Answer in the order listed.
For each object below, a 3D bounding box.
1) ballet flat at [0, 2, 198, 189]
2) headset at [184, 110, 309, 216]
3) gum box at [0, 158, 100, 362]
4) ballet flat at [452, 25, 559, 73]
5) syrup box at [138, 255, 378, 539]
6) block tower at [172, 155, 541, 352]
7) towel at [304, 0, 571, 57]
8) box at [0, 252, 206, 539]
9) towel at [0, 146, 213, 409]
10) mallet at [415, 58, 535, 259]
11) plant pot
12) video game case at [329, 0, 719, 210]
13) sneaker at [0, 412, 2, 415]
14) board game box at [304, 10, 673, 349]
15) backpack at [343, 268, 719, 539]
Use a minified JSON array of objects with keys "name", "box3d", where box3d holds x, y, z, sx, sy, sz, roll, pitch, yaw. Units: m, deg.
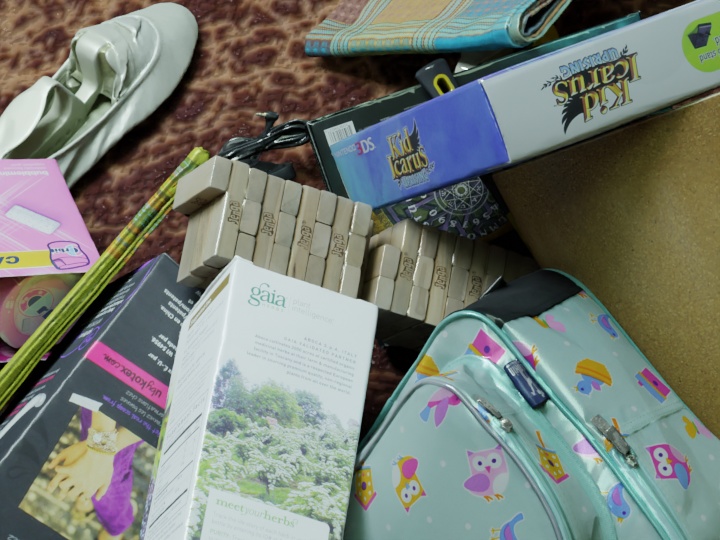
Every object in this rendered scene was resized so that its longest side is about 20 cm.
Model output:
[{"name":"ballet flat","box3d":[-0.171,-0.106,1.456,0.069,0.069,0.200,27,64,27]},{"name":"headset","box3d":[-0.044,-0.018,1.336,0.094,0.124,0.200,-20,38,-4]},{"name":"gum box","box3d":[-0.257,-0.004,1.339,0.200,0.066,0.114,-3,37,-24]},{"name":"ballet flat","box3d":[0.061,-0.085,1.389,0.067,0.067,0.200,15,60,23]},{"name":"syrup box","box3d":[-0.054,0.103,1.144,0.079,0.081,0.200,19,57,-16]},{"name":"block tower","box3d":[0.000,0.000,1.231,0.200,0.054,0.058,18,69,-22]},{"name":"towel","box3d":[0.068,-0.179,1.422,0.200,0.022,0.147,4,45,50]},{"name":"box","box3d":[-0.139,0.105,1.243,0.106,0.122,0.200,42,67,-10]},{"name":"towel","box3d":[-0.146,0.013,1.275,0.018,0.086,0.200,41,89,-5]},{"name":"mallet","box3d":[0.099,-0.032,1.307,0.066,0.041,0.200,-24,86,-6]},{"name":"plant pot","box3d":[0.188,0.012,1.212,0.186,0.186,0.200,-20,90,-2]},{"name":"video game case","box3d":[0.103,-0.087,1.201,0.181,0.200,0.046,-20,92,-22]},{"name":"sneaker","box3d":[-0.267,0.094,1.349,0.200,0.072,0.083,36,103,26]},{"name":"board game box","box3d":[0.084,-0.051,1.336,0.200,0.028,0.135,-18,90,-4]},{"name":"backpack","box3d":[0.091,0.125,1.152,0.200,0.176,0.153,43,37,11]}]
